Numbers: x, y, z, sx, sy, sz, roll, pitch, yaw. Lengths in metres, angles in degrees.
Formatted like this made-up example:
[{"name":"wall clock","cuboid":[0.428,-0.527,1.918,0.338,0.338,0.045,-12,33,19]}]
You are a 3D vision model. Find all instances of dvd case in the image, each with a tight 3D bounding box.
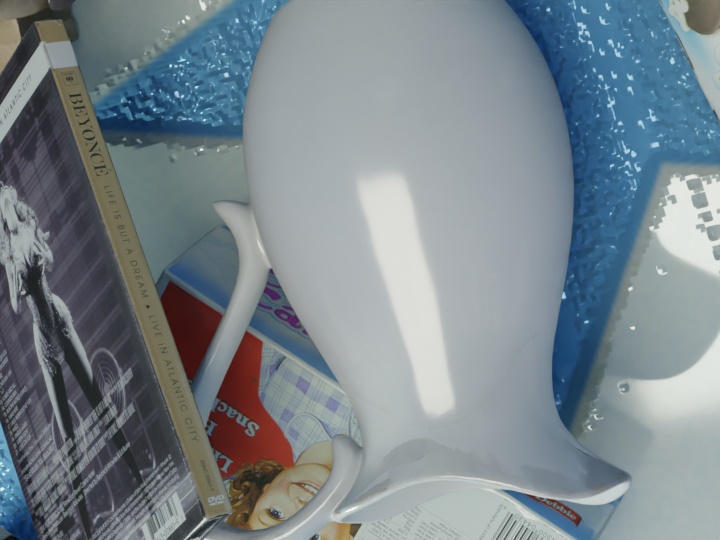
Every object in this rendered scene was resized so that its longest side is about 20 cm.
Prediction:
[{"name":"dvd case","cuboid":[-0.111,0.027,1.067,0.149,0.016,0.201,-46,60,55]}]

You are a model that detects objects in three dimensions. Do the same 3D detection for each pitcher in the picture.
[{"name":"pitcher","cuboid":[0.000,0.000,1.034,0.170,0.121,0.201,-11,81,6]}]

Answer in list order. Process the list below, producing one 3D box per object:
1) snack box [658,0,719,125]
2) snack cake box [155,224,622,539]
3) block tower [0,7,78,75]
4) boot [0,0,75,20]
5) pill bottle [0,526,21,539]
[{"name":"snack box","cuboid":[0.185,-0.079,1.020,0.116,0.037,0.201,-25,97,23]},{"name":"snack cake box","cuboid":[-0.011,0.088,1.118,0.199,0.067,0.115,33,115,6]},{"name":"block tower","cuboid":[-0.167,-0.168,1.099,0.057,0.054,0.201,-9,103,19]},{"name":"boot","cuboid":[-0.106,-0.188,1.022,0.070,0.146,0.201,17,110,14]},{"name":"pill bottle","cuboid":[-0.110,0.203,1.160,0.199,0.112,0.113,34,113,6]}]
